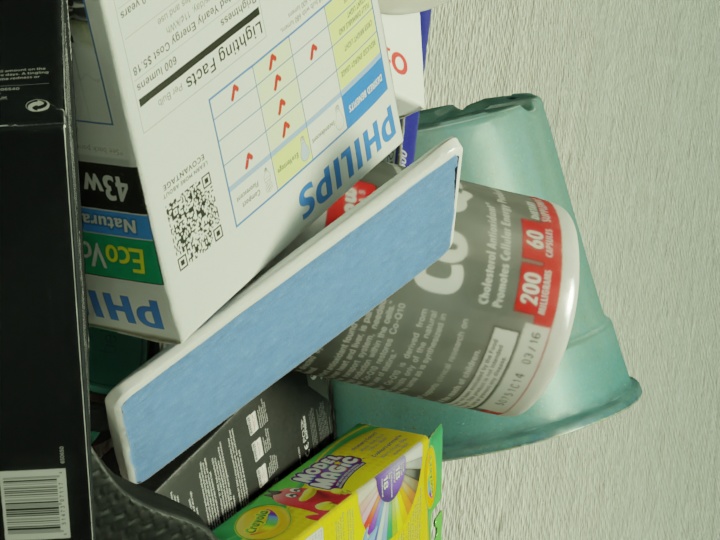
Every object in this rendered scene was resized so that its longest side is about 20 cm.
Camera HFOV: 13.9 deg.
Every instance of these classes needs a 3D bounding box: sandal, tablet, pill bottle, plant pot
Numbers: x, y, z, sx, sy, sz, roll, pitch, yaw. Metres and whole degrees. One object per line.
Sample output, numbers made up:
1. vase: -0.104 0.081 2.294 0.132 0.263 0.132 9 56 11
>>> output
1. sandal: -0.139 0.106 1.339 0.075 0.048 0.200 -48 141 -1
2. tablet: -0.034 0.020 1.363 0.014 0.200 0.130 50 -14 16
3. pill bottle: 0.000 0.000 1.494 0.114 0.199 0.115 -167 -90 -73
4. plant pot: 0.058 0.001 1.834 0.200 0.199 0.197 -33 111 -71

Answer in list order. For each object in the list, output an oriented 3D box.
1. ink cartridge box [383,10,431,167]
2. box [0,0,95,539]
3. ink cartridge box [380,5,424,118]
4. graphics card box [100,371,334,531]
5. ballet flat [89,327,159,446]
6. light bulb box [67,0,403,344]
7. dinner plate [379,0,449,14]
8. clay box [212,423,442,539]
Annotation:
1. ink cartridge box: 0.000 -0.088 1.664 0.200 0.043 0.197 -35 -138 55
2. box: -0.147 -0.009 1.172 0.141 0.078 0.201 -95 -176 -56
3. ink cartridge box: -0.044 -0.179 1.528 0.144 0.084 0.201 19 62 -46
4. graphics card box: -0.077 0.124 1.501 0.200 0.051 0.126 -45 134 -50
5. ballet flat: -0.122 0.002 1.418 0.073 0.073 0.201 70 18 -48
6. light bulb box: -0.093 -0.107 1.313 0.198 0.124 0.201 -43 133 -44
7. dinner plate: 0.051 -0.219 1.478 0.200 0.024 0.201 -28 132 -36
8. clay box: -0.015 0.158 1.525 0.200 0.047 0.116 -33 128 -60
